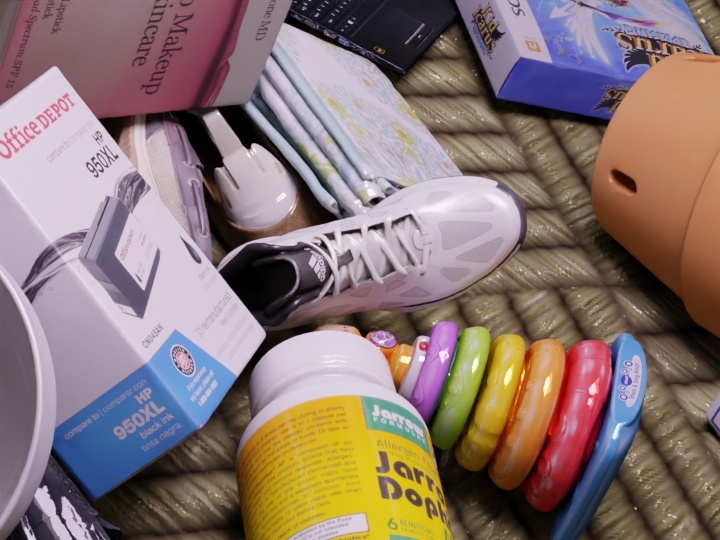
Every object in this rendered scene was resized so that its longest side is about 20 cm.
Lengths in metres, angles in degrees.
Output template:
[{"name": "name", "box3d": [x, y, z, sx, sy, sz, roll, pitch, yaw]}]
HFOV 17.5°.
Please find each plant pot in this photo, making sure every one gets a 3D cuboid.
[{"name": "plant pot", "box3d": [0.253, -0.061, 1.601, 0.140, 0.200, 0.200, 30, 35, 33]}]

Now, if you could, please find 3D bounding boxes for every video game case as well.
[{"name": "video game case", "box3d": [0.172, -0.189, 1.795, 0.200, 0.045, 0.181, 8, 42, -27]}]

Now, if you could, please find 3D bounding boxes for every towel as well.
[{"name": "towel", "box3d": [-0.006, -0.088, 1.549, 0.171, 0.048, 0.200, 20, 29, -53]}]

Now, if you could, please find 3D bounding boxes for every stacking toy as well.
[{"name": "stacking toy", "box3d": [0.062, 0.071, 1.398, 0.200, 0.110, 0.116, 20, 38, -2]}]

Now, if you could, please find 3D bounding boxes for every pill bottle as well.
[{"name": "pill bottle", "box3d": [-0.009, 0.132, 1.282, 0.113, 0.113, 0.200, 9, 40, -19]}]

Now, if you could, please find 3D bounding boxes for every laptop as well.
[{"name": "laptop", "box3d": [-0.014, -0.253, 1.709, 0.200, 0.103, 0.177, 29, 28, 5]}]

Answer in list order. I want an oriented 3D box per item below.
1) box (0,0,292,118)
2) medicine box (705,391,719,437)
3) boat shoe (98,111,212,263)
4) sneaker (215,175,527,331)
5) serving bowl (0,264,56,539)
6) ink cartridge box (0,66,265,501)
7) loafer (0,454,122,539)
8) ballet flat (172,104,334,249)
[{"name": "box", "box3d": [-0.153, -0.172, 1.425, 0.200, 0.128, 0.109, -9, 50, -36]}, {"name": "medicine box", "box3d": [0.351, 0.048, 1.502, 0.182, 0.200, 0.103, -12, 53, -37]}, {"name": "boat shoe", "box3d": [-0.132, -0.058, 1.475, 0.065, 0.072, 0.200, 21, 30, -26]}, {"name": "sneaker", "box3d": [0.000, 0.001, 1.383, 0.200, 0.076, 0.115, -17, 4, 10]}, {"name": "serving bowl", "box3d": [-0.239, 0.073, 1.196, 0.200, 0.200, 0.066, 41, 5, 19]}, {"name": "ink cartridge box", "box3d": [-0.158, 0.004, 1.288, 0.200, 0.084, 0.145, 52, 22, -8]}, {"name": "loafer", "box3d": [-0.161, 0.147, 1.226, 0.070, 0.068, 0.201, -1, 48, -44]}, {"name": "ballet flat", "box3d": [-0.080, -0.072, 1.506, 0.068, 0.072, 0.200, -30, 55, -2]}]
